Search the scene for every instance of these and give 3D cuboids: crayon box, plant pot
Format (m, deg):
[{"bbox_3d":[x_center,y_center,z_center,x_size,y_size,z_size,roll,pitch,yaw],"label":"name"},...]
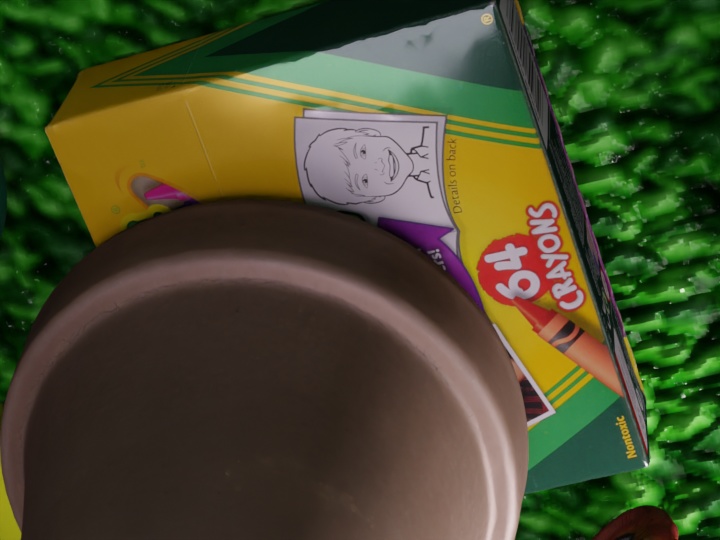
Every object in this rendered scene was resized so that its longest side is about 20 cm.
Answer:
[{"bbox_3d":[0.000,0.000,0.869,0.172,0.058,0.200,-15,115,13],"label":"crayon box"},{"bbox_3d":[-0.046,0.102,0.800,0.200,0.175,0.201,4,121,7],"label":"plant pot"}]

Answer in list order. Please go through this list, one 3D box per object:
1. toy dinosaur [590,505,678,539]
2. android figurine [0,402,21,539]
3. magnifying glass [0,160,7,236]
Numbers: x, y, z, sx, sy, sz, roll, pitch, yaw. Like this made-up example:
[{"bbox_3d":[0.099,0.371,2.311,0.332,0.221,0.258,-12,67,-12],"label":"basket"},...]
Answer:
[{"bbox_3d":[0.057,0.168,0.941,0.200,0.105,0.182,20,98,9],"label":"toy dinosaur"},{"bbox_3d":[-0.123,0.130,0.961,0.200,0.041,0.182,23,117,-4],"label":"android figurine"},{"bbox_3d":[-0.173,0.024,0.896,0.079,0.022,0.200,1,103,15],"label":"magnifying glass"}]
